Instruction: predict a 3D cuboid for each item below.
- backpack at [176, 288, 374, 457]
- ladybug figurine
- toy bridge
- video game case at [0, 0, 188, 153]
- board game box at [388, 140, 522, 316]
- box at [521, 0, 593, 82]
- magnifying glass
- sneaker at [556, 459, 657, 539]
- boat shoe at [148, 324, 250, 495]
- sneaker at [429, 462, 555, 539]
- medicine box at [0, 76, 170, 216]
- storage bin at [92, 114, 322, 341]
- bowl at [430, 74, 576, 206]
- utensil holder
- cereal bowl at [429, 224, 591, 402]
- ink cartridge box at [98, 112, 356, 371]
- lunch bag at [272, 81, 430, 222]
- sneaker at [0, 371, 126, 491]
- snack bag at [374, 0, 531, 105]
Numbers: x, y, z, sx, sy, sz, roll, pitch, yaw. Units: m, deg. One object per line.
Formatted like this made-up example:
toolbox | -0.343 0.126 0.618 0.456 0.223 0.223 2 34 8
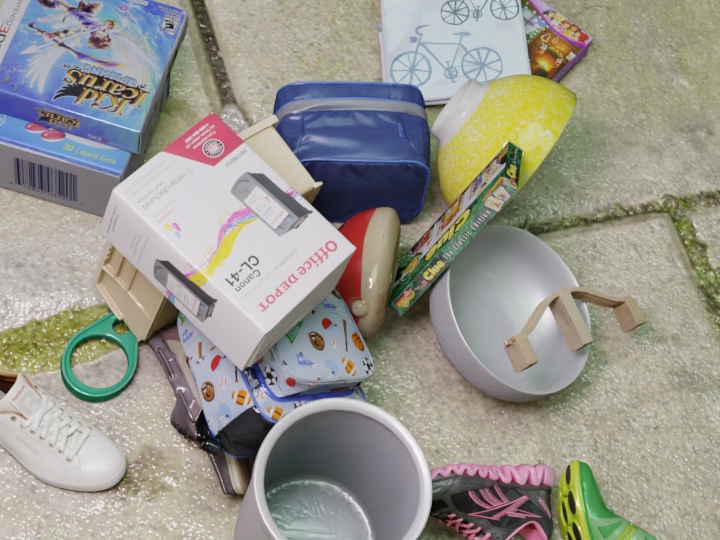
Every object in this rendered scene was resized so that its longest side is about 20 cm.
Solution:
backpack | -0.094 0.082 1.527 0.200 0.154 0.191 5 46 -53
ladybug figurine | 0.000 0.000 1.632 0.071 0.137 0.200 10 21 3
toy bridge | 0.229 0.055 1.636 0.199 0.027 0.068 -15 75 -37
video game case | -0.312 -0.239 1.658 0.199 0.046 0.182 16 59 -2
board game box | 0.102 -0.045 1.613 0.023 0.200 0.105 34 29 -13
box | 0.180 -0.308 1.916 0.200 0.039 0.137 39 61 12
magnifying glass | -0.258 0.057 1.629 0.079 0.022 0.201 27 57 2
sneaker | 0.268 0.292 1.567 0.083 0.074 0.201 -19 75 -18
boat shoe | -0.170 0.149 1.569 0.064 0.072 0.201 -22 72 1
sneaker | 0.123 0.251 1.546 0.199 0.079 0.096 4 74 -28
medicine box | -0.330 -0.184 1.709 0.181 0.103 0.201 16 59 -2
storage bin | -0.165 -0.039 1.583 0.200 0.199 0.094 -33 78 -32
bowl | 0.146 -0.157 1.714 0.108 0.200 0.201 38 59 -9
utensil holder | -0.035 0.241 1.455 0.169 0.200 0.171 5 61 -10
cereal bowl | 0.156 0.055 1.658 0.199 0.083 0.201 14 61 -27
ink cartridge box | -0.127 -0.030 1.424 0.200 0.086 0.148 42 56 7
lunch bag | -0.021 -0.143 1.725 0.199 0.136 0.133 1 59 -9
sneaker | -0.331 0.159 1.520 0.199 0.085 0.073 26 57 3
snack bag | 0.113 -0.304 1.868 0.187 0.021 0.201 -5 75 1
